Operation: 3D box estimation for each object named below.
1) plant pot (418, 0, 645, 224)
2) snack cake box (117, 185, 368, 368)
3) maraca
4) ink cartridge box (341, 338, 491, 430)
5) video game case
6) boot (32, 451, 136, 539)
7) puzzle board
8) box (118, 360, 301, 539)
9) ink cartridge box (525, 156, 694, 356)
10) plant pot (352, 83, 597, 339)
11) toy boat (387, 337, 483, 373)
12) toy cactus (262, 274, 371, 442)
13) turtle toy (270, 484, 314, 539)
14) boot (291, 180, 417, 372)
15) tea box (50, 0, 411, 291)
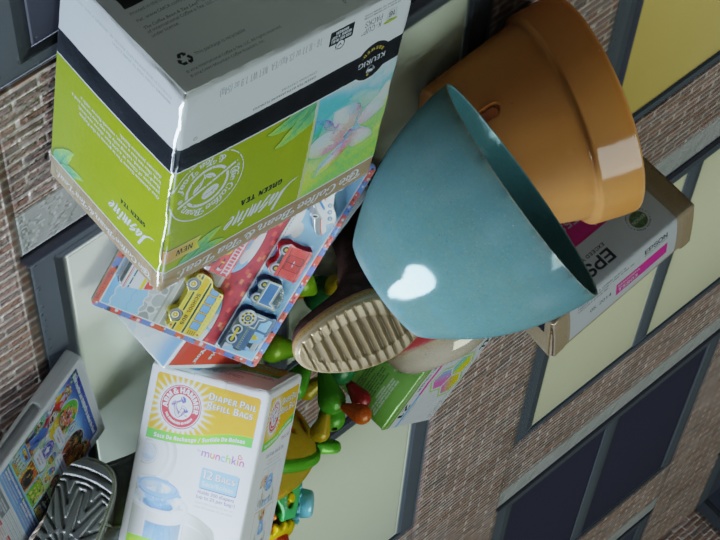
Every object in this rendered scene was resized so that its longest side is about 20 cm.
[{"bbox_3d":[0.140,-0.118,1.657,0.139,0.201,0.201,-23,154,-9],"label":"plant pot"},{"bbox_3d":[-0.094,-0.014,1.568,0.201,0.067,0.115,-53,157,18],"label":"snack cake box"},{"bbox_3d":[-0.098,0.163,1.802,0.200,0.136,0.108,-7,110,-66],"label":"maraca"},{"bbox_3d":[0.091,0.082,2.040,0.199,0.076,0.148,-4,134,-56],"label":"ink cartridge box"},{"bbox_3d":[-0.278,0.176,1.560,0.201,0.018,0.144,-57,163,-24],"label":"video game case"},{"bbox_3d":[-0.235,0.237,1.687,0.183,0.072,0.200,-61,175,-1],"label":"boot"},{"bbox_3d":[-0.098,-0.027,1.479,0.150,0.017,0.201,22,113,-26],"label":"puzzle board"},{"bbox_3d":[-0.132,0.178,1.655,0.101,0.111,0.202,-21,125,-75],"label":"box"},{"bbox_3d":[0.207,-0.042,1.912,0.200,0.165,0.075,-39,156,-16],"label":"ink cartridge box"},{"bbox_3d":[0.074,-0.024,1.494,0.134,0.201,0.200,-36,159,11],"label":"plant pot"},{"bbox_3d":[0.075,-0.005,1.743,0.200,0.131,0.130,-48,-171,-17],"label":"toy boat"},{"bbox_3d":[-0.022,0.055,1.769,0.165,0.101,0.201,-55,136,-37],"label":"toy cactus"},{"bbox_3d":[-0.124,0.253,1.924,0.200,0.101,0.145,-46,160,32],"label":"turtle toy"},{"bbox_3d":[0.000,0.000,1.632,0.199,0.166,0.073,-27,128,-18],"label":"boot"},{"bbox_3d":[-0.090,-0.129,1.291,0.199,0.134,0.198,-31,154,-30],"label":"tea box"}]
